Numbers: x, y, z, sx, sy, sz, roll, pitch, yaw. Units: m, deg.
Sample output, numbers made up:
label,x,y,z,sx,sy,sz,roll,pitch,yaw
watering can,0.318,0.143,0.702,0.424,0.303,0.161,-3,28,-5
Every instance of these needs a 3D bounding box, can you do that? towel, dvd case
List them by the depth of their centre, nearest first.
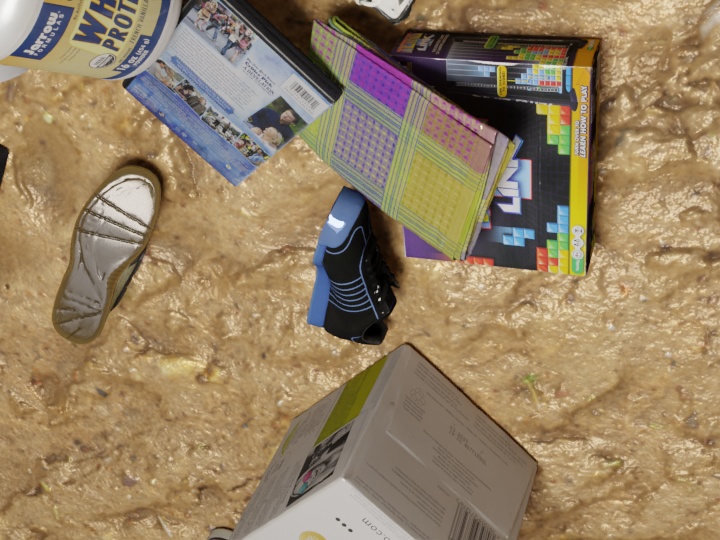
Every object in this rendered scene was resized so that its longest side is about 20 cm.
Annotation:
label,x,y,z,sx,sy,sz,roll,pitch,yaw
towel,0.030,-0.106,1.013,0.200,0.023,0.144,37,141,21
dvd case,-0.116,-0.158,1.066,0.143,0.018,0.200,42,147,-12

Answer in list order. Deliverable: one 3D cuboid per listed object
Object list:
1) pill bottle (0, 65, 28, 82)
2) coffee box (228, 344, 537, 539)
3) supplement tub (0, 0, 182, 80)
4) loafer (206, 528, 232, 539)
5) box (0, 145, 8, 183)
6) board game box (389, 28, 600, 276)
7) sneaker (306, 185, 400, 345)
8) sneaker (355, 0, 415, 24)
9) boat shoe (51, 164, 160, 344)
label,x,y,z,sx,sy,sz,roll,pitch,yaw
pill bottle,-0.345,-0.267,1.050,0.113,0.114,0.201,6,126,17
coffee box,0.023,0.237,1.222,0.200,0.200,0.198,43,128,-12
supplement tub,-0.254,-0.230,0.965,0.144,0.200,0.145,1,92,38
loafer,-0.162,0.404,1.502,0.072,0.063,0.201,5,126,18
box,-0.484,-0.075,1.189,0.200,0.197,0.124,29,130,-2
board game box,0.115,-0.098,1.038,0.165,0.057,0.201,5,126,16
sneaker,0.000,0.000,1.131,0.078,0.070,0.200,20,148,7
sneaker,-0.023,-0.234,0.977,0.200,0.076,0.116,-16,116,27
boat shoe,-0.252,-0.023,1.224,0.073,0.065,0.200,27,111,-8
